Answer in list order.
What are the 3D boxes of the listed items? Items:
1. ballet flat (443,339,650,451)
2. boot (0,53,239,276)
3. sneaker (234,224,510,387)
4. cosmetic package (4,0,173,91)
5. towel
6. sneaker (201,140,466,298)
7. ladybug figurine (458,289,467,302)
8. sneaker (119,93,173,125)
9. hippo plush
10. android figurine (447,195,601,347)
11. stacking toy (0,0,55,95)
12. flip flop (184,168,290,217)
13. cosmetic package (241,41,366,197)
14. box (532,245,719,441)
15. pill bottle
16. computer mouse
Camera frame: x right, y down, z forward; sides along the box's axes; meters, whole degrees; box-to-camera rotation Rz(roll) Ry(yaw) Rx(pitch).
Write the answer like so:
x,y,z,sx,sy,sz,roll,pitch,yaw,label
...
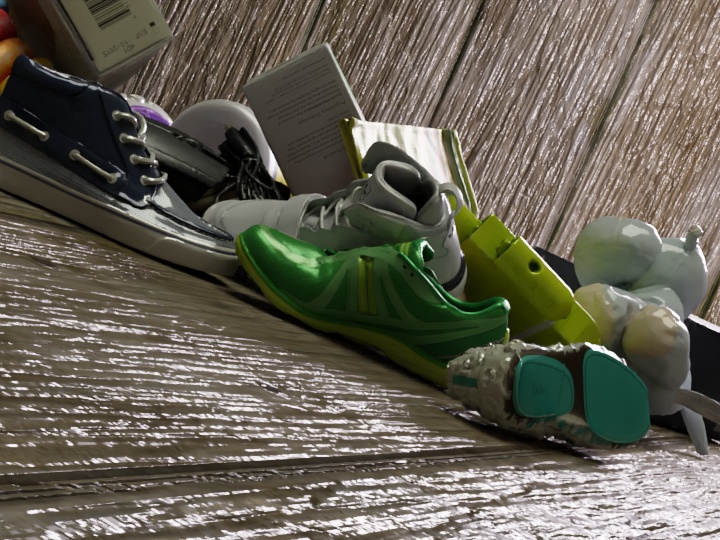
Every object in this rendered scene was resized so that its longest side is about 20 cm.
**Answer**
x,y,z,sx,sy,sz,roll,pitch,yaw,label
0.121,0.078,1.146,0.072,0.072,0.200,27,5,37,ballet flat
-0.163,-0.071,1.198,0.199,0.091,0.073,23,4,-8,boot
0.011,0.009,1.188,0.199,0.084,0.074,24,14,0,sneaker
-0.223,-0.184,1.352,0.106,0.071,0.200,59,-23,-3,cosmetic package
0.045,-0.083,1.456,0.018,0.087,0.200,-23,-9,26,towel
-0.019,-0.040,1.242,0.199,0.075,0.115,11,-38,7,sneaker
0.000,0.000,1.352,0.199,0.072,0.136,25,5,19,ladybug figurine
-0.230,-0.113,1.615,0.083,0.081,0.200,43,19,21,sneaker
0.245,0.026,1.471,0.199,0.162,0.159,22,-26,1,hippo plush
0.113,0.026,1.377,0.200,0.041,0.182,49,-23,-5,android figurine
-0.239,-0.107,1.279,0.200,0.110,0.116,36,9,4,stacking toy
-0.134,-0.054,1.438,0.081,0.058,0.200,18,17,27,flip flop
-0.022,-0.085,1.479,0.201,0.084,0.108,63,3,-10,cosmetic package
0.269,0.074,1.717,0.199,0.105,0.182,27,4,41,box
-0.105,-0.095,1.669,0.112,0.113,0.200,25,4,17,pill bottle
-0.163,-0.096,1.365,0.199,0.053,0.139,4,25,-16,computer mouse
